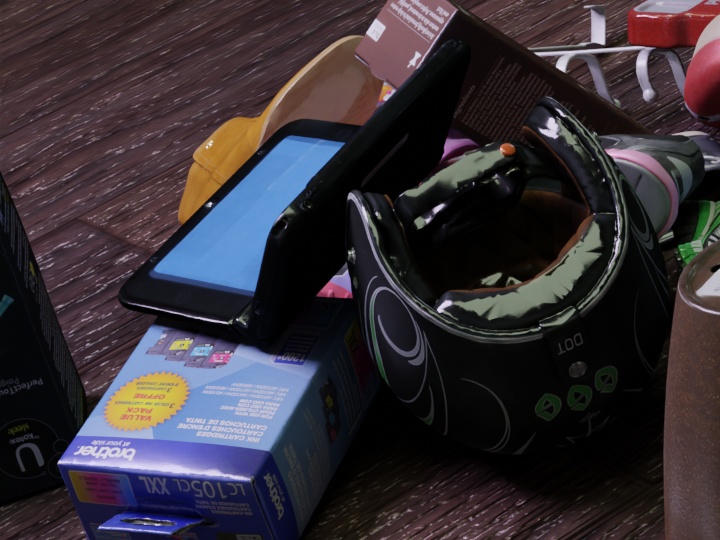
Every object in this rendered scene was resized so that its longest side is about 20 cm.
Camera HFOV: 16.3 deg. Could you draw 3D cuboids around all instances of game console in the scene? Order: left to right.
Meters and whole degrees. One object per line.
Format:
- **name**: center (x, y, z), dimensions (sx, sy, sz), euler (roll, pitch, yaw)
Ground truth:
- **game console**: center (-0.042, -0.059, 1.545), dimensions (0.116, 0.176, 0.200), euler (33, 56, 13)

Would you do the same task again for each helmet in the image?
- **helmet**: center (0.086, 0.010, 1.472), dimensions (0.200, 0.191, 0.200), euler (-3, 64, 6)

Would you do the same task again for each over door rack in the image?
- **over door rack**: center (0.199, -0.156, 1.903), dimensions (0.148, 0.067, 0.200), euler (0, 17, 33)

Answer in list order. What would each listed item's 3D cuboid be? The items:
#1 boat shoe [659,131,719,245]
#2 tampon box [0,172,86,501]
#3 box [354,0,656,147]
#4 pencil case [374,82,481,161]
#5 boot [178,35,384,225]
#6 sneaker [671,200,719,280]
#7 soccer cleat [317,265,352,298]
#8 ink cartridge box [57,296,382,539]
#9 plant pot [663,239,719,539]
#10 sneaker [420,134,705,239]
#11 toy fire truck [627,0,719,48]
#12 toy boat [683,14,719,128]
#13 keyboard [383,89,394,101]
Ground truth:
- **boat shoe**: center (0.163, -0.039, 1.663), dimensions (0.200, 0.073, 0.063), euler (-20, 22, -12)
- **tampon box**: center (-0.278, 0.044, 1.643), dimensions (0.150, 0.200, 0.126), euler (-17, 24, 0)
- **box**: center (0.104, -0.114, 1.705), dimensions (0.075, 0.200, 0.100), euler (-58, 28, 8)
- **pencil case**: center (0.048, -0.076, 1.815), dimensions (0.087, 0.088, 0.200), euler (-23, 25, -10)
- **boot**: center (-0.068, -0.101, 1.872), dimensions (0.201, 0.071, 0.144), euler (-55, 24, 4)
- **sneaker**: center (0.235, 0.001, 1.522), dimensions (0.085, 0.078, 0.200), euler (-13, 24, 11)
- **soccer cleat**: center (0.000, 0.000, 1.727), dimensions (0.200, 0.067, 0.077), euler (26, 87, 46)
- **ink cartridge box**: center (-0.087, 0.102, 1.508), dimensions (0.136, 0.076, 0.200), euler (2, 40, 26)
- **plant pot**: center (0.220, 0.083, 1.213), dimensions (0.187, 0.200, 0.187), euler (-16, 25, 7)
- **sneaker**: center (0.131, -0.054, 1.602), dimensions (0.200, 0.079, 0.095), euler (0, 27, 39)
- **toy fire truck**: center (0.301, -0.197, 1.806), dimensions (0.168, 0.112, 0.200), euler (8, 26, 30)
- **toy boat**: center (0.307, -0.096, 1.640), dimensions (0.200, 0.131, 0.131), euler (12, 76, 18)
- **keyboard**: center (0.117, -0.108, 1.802), dimensions (0.200, 0.011, 0.056), euler (4, 22, -23)
